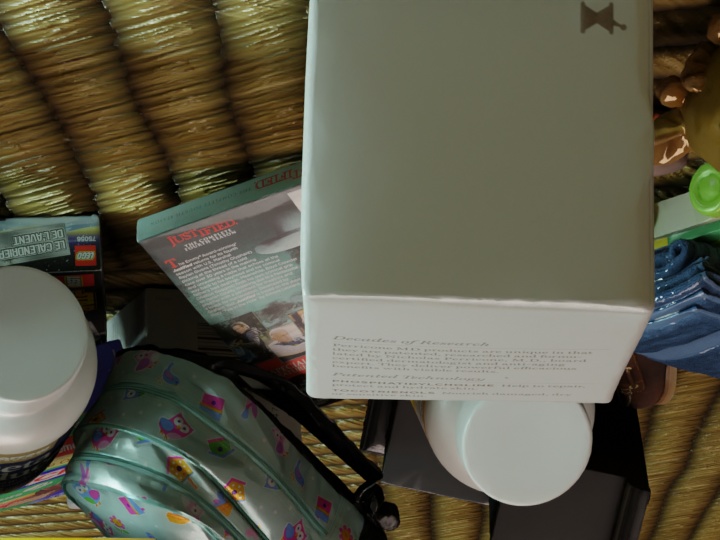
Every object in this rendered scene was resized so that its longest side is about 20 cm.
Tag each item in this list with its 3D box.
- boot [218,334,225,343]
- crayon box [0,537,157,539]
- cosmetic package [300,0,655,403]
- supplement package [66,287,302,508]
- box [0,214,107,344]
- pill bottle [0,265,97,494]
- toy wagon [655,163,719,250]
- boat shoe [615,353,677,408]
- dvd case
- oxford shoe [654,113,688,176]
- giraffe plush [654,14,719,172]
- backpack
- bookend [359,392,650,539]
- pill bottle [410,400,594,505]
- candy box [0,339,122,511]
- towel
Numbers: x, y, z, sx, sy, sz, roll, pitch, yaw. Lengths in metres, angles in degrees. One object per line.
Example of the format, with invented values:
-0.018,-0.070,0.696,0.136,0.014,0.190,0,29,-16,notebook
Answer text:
0.000,0.000,1.527,0.199,0.073,0.091,-13,147,0,boot
-0.206,0.212,1.497,0.199,0.059,0.119,-1,151,13,crayon box
0.055,-0.036,1.213,0.165,0.169,0.200,2,163,0,cosmetic package
-0.130,0.097,1.742,0.117,0.118,0.200,4,163,-23,supplement package
-0.233,0.013,1.570,0.136,0.040,0.200,-3,164,-5,box
-0.220,0.065,1.475,0.110,0.112,0.200,1,163,-15,pill bottle
0.226,-0.021,1.548,0.155,0.040,0.199,12,158,-42,toy wagon
0.190,0.048,1.726,0.070,0.071,0.200,-14,155,-6,boat shoe
-0.025,0.011,1.478,0.145,0.022,0.200,-19,139,19,dvd case
0.090,-0.049,1.359,0.199,0.073,0.071,-5,164,4,oxford shoe
0.239,-0.070,1.239,0.162,0.173,0.200,21,-173,-35,giraffe plush
-0.093,0.137,1.534,0.166,0.127,0.200,-4,140,37,backpack
0.100,0.143,1.758,0.197,0.093,0.200,12,-163,-1,bookend
0.091,0.080,1.596,0.112,0.114,0.200,-2,-165,-6,pill bottle
-0.260,0.122,1.673,0.168,0.077,0.200,-13,169,-26,candy box
0.220,0.031,1.560,0.111,0.049,0.200,-18,159,33,towel
